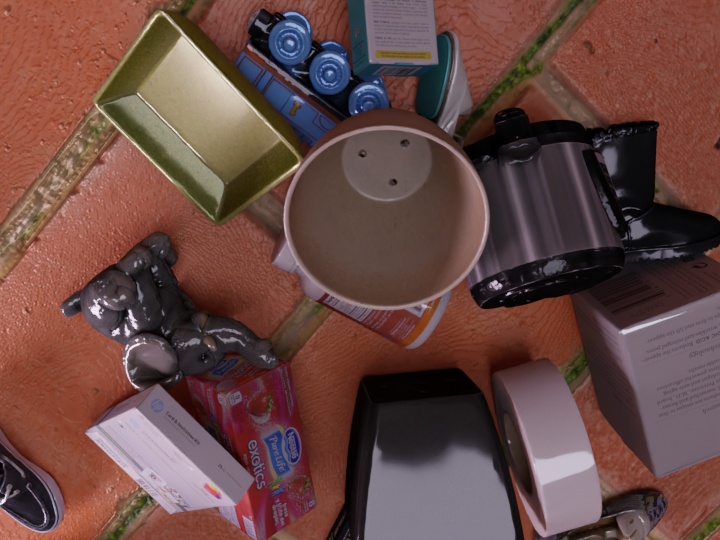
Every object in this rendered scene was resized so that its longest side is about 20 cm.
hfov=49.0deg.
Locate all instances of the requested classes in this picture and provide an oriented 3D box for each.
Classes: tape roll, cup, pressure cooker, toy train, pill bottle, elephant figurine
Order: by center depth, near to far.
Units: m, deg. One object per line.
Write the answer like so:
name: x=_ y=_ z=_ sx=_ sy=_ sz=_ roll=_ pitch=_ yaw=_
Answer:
cup: x=0.028 y=-0.084 z=0.808 sx=0.196 sy=0.144 sz=0.203 roll=1 pitch=124 yaw=2
pressure cooker: x=0.181 y=-0.074 z=0.859 sx=0.176 sy=0.175 sz=0.204 roll=-4 pitch=74 yaw=-32
toy train: x=-0.054 y=-0.196 z=0.871 sx=0.199 sy=0.087 sz=0.115 roll=34 pitch=110 yaw=-17
elephant figurine: x=-0.218 y=0.071 z=0.903 sx=0.141 sy=0.155 sz=0.201 roll=-43 pitch=105 yaw=-22
pill bottle: x=0.000 y=0.000 z=0.919 sx=0.198 sy=0.112 sz=0.113 roll=28 pitch=103 yaw=-13
tape roll: x=0.223 y=0.214 z=0.963 sx=0.069 sy=0.203 sz=0.206 roll=-15 pitch=108 yaw=-2

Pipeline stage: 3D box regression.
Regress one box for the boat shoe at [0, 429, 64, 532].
boat shoe: x=-0.444 y=0.256 z=0.973 sx=0.071 sy=0.068 sz=0.202 roll=-28 pitch=108 yaw=3

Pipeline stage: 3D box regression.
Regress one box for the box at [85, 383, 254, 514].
box: x=-0.229 y=0.216 z=0.926 sx=0.156 sy=0.199 sz=0.041 roll=47 pitch=54 yaw=-11

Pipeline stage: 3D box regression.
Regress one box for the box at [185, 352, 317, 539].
box: x=-0.131 y=0.208 z=0.960 sx=0.095 sy=0.099 sz=0.204 roll=-23 pitch=112 yaw=-36

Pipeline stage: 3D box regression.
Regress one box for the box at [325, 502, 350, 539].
box: x=0.011 y=0.433 z=1.089 sx=0.158 sy=0.044 sz=0.203 roll=24 pitch=103 yaw=-12

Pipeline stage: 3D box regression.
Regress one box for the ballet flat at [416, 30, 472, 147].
ballet flat: x=0.093 y=-0.170 z=0.908 sx=0.068 sy=0.070 sz=0.204 roll=9 pitch=110 yaw=-9

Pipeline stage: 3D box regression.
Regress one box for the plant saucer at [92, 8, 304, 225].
plant saucer: x=-0.167 y=-0.162 z=0.841 sx=0.200 sy=0.048 sz=0.199 roll=46 pitch=142 yaw=-16

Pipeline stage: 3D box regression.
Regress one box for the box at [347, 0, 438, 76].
box: x=0.028 y=-0.308 z=0.818 sx=0.081 sy=0.049 sz=0.204 roll=-4 pitch=90 yaw=-23

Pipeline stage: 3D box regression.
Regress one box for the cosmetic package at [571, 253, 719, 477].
cosmetic package: x=0.377 y=0.103 z=0.964 sx=0.162 sy=0.165 sz=0.203 roll=-20 pitch=109 yaw=0

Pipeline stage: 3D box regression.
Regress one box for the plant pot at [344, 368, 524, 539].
plant pot: x=0.077 y=0.225 z=0.965 sx=0.195 sy=0.200 sz=0.181 roll=-4 pitch=95 yaw=-4

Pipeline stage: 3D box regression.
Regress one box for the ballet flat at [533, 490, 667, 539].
ballet flat: x=0.342 y=0.366 z=1.092 sx=0.197 sy=0.072 sz=0.073 roll=-17 pitch=108 yaw=-1

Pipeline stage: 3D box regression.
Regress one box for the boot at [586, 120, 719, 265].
boot: x=0.344 y=-0.097 z=0.951 sx=0.194 sy=0.073 sz=0.166 roll=-9 pitch=102 yaw=-5
